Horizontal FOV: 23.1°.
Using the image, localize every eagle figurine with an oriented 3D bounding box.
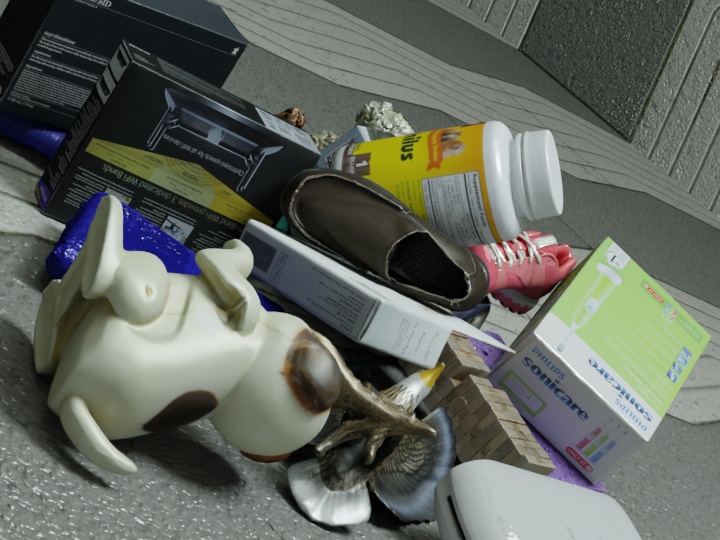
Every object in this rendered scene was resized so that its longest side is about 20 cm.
[{"bbox_3d":[0.010,0.124,1.380,0.200,0.150,0.153,104,-23,-76],"label":"eagle figurine"}]

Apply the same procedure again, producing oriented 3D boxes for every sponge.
[{"bbox_3d":[0.143,0.136,1.666,0.111,0.030,0.200,10,39,-52],"label":"sponge"}]

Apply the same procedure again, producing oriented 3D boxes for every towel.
[{"bbox_3d":[-0.272,-0.127,1.647,0.199,0.050,0.148,32,23,-9],"label":"towel"},{"bbox_3d":[-0.152,0.015,1.428,0.199,0.050,0.148,31,15,-10],"label":"towel"}]

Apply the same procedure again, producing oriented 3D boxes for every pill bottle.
[{"bbox_3d":[0.079,-0.074,1.598,0.199,0.110,0.109,-8,9,14],"label":"pill bottle"}]

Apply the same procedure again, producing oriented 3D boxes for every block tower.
[{"bbox_3d":[0.092,0.113,1.583,0.054,0.058,0.200,16,34,-55],"label":"block tower"}]

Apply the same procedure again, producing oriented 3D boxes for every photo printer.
[{"bbox_3d":[0.149,0.231,1.356,0.199,0.069,0.167,21,31,-39],"label":"photo printer"}]

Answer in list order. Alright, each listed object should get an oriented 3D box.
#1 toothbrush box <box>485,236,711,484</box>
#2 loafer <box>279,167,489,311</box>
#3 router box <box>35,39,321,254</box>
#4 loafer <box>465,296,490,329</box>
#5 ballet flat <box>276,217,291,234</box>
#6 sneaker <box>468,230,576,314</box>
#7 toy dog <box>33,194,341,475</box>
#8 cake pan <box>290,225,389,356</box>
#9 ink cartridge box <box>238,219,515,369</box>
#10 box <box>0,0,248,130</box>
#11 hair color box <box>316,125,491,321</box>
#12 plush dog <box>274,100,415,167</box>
[{"bbox_3d":[0.231,0.083,1.688,0.146,0.086,0.200,43,39,0],"label":"toothbrush box"},{"bbox_3d":[0.023,-0.029,1.520,0.199,0.073,0.071,26,4,0],"label":"loafer"},{"bbox_3d":[-0.158,-0.087,1.542,0.199,0.158,0.052,25,18,-30],"label":"router box"},{"bbox_3d":[0.079,0.031,1.833,0.068,0.076,0.200,28,8,-16],"label":"loafer"},{"bbox_3d":[-0.098,-0.058,1.729,0.068,0.075,0.200,48,20,-10],"label":"ballet flat"},{"bbox_3d":[0.143,-0.016,1.702,0.200,0.087,0.074,14,48,-59],"label":"sneaker"},{"bbox_3d":[-0.110,0.061,1.224,0.199,0.140,0.194,17,36,-23],"label":"toy dog"},{"bbox_3d":[0.000,0.000,1.708,0.200,0.037,0.201,46,24,-26],"label":"cake pan"},{"bbox_3d":[0.009,0.030,1.509,0.173,0.044,0.200,24,5,-42],"label":"ink cartridge box"},{"bbox_3d":[-0.225,-0.196,1.601,0.199,0.141,0.079,16,29,-40],"label":"box"},{"bbox_3d":[0.041,-0.039,1.717,0.201,0.060,0.099,62,22,14],"label":"hair color box"},{"bbox_3d":[-0.035,-0.088,1.875,0.171,0.161,0.200,27,-25,26],"label":"plush dog"}]
